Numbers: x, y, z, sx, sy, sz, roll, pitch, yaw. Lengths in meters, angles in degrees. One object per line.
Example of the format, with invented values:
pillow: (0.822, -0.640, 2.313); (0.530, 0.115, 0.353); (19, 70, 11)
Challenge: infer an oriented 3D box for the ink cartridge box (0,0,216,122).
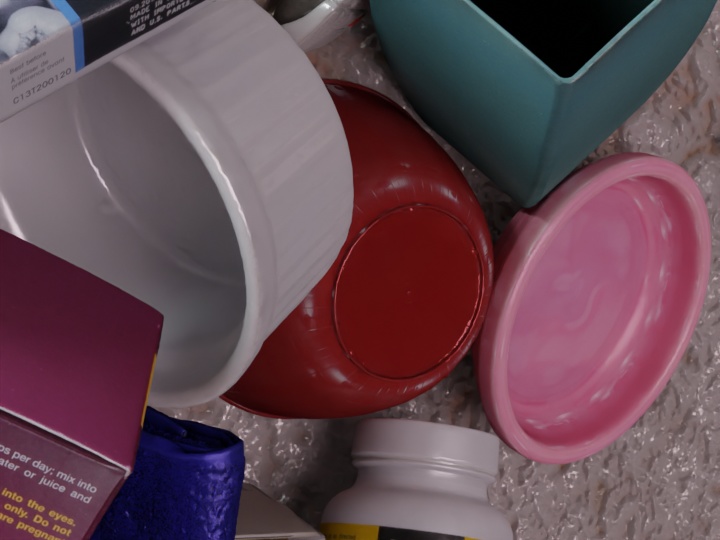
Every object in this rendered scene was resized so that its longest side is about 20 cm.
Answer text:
ink cartridge box: (-0.191, -0.140, 0.623); (0.198, 0.200, 0.043); (-35, 161, -25)

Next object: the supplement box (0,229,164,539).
supplement box: (-0.178, 0.101, 0.672); (0.103, 0.131, 0.200); (27, 114, -13)

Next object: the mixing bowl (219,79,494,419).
mixing bowl: (0.000, 0.000, 0.863); (0.199, 0.108, 0.201); (-9, 107, -31)

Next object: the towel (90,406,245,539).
towel: (-0.128, 0.161, 0.800); (0.049, 0.147, 0.201); (-9, 109, -46)

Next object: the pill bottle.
pill bottle: (0.027, 0.189, 0.884); (0.112, 0.112, 0.201); (15, 75, -34)

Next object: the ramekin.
ramekin: (-0.099, -0.045, 0.734); (0.098, 0.200, 0.201); (-42, 123, -42)

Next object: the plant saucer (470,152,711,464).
plant saucer: (0.137, 0.020, 0.967); (0.200, 0.051, 0.201); (-22, 124, -36)

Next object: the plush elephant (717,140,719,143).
plush elephant: (0.361, -0.066, 1.040); (0.199, 0.155, 0.165); (10, 97, -34)

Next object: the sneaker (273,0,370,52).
sneaker: (0.005, -0.209, 0.846); (0.082, 0.077, 0.200); (38, 91, 3)

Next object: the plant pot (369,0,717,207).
plant pot: (0.096, -0.131, 0.833); (0.141, 0.141, 0.200); (-42, 161, -16)

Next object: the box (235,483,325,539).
box: (-0.088, 0.228, 0.877); (0.077, 0.095, 0.201); (4, 99, -32)
